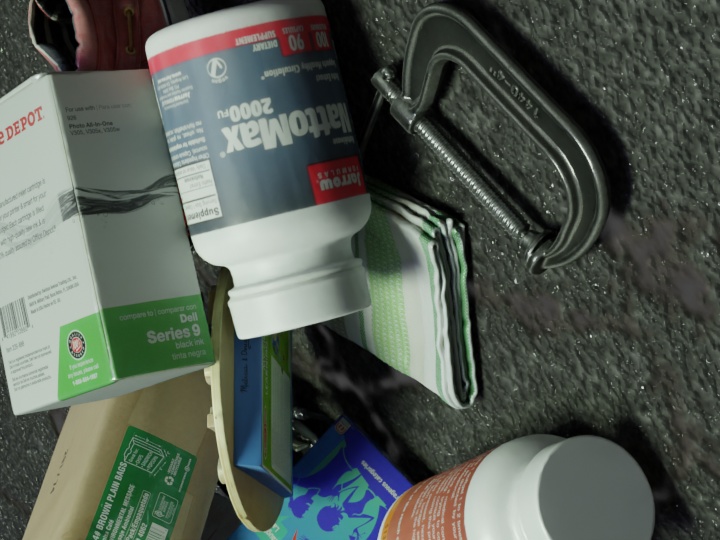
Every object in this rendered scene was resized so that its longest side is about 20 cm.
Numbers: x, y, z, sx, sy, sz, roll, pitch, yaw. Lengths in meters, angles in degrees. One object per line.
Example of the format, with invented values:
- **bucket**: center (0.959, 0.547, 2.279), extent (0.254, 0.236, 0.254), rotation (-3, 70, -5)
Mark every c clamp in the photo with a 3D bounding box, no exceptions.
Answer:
- **c clamp**: center (0.074, -0.072, 1.110), extent (0.200, 0.027, 0.171), rotation (46, 146, 27)

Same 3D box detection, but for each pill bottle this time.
- **pill bottle**: center (-0.058, -0.064, 1.182), extent (0.119, 0.119, 0.201), rotation (-11, 94, 58)
- **pill bottle**: center (0.099, 0.169, 1.180), extent (0.113, 0.112, 0.200), rotation (59, 149, 3)

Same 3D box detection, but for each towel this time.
- **towel**: center (0.000, 0.000, 1.269), extent (0.200, 0.031, 0.150), rotation (28, 135, 43)

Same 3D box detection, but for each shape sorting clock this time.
- **shape sorting clock**: center (-0.076, 0.080, 1.282), extent (0.039, 0.200, 0.201), rotation (-3, 122, 7)

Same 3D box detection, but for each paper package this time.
- **paper package**: center (-0.180, 0.168, 1.404), extent (0.103, 0.201, 0.191), rotation (24, 146, -13)

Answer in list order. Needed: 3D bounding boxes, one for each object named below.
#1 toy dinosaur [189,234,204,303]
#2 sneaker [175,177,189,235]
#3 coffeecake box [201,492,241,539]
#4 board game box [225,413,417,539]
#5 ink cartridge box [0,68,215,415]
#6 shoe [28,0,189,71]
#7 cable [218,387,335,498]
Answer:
- **toy dinosaur**: center (-0.133, -0.039, 1.378), extent (0.200, 0.102, 0.137), rotation (163, 99, -76)
- **sneaker**: center (-0.125, -0.063, 1.287), extent (0.108, 0.067, 0.203), rotation (6, 80, 47)
- **coffeecake box**: center (-0.081, 0.259, 1.502), extent (0.200, 0.073, 0.154), rotation (18, 153, 49)
- **board game box**: center (-0.026, 0.229, 1.339), extent (0.152, 0.200, 0.045), rotation (42, -179, 27)
- **ink cartridge box**: center (-0.182, -0.018, 1.215), extent (0.146, 0.084, 0.201), rotation (-19, 82, 52)
- **shoe**: center (-0.185, -0.209, 1.268), extent (0.072, 0.091, 0.201), rotation (-48, 55, 44)
- **cable**: center (-0.068, 0.152, 1.482), extent (0.199, 0.051, 0.164), rotation (13, 130, 48)
